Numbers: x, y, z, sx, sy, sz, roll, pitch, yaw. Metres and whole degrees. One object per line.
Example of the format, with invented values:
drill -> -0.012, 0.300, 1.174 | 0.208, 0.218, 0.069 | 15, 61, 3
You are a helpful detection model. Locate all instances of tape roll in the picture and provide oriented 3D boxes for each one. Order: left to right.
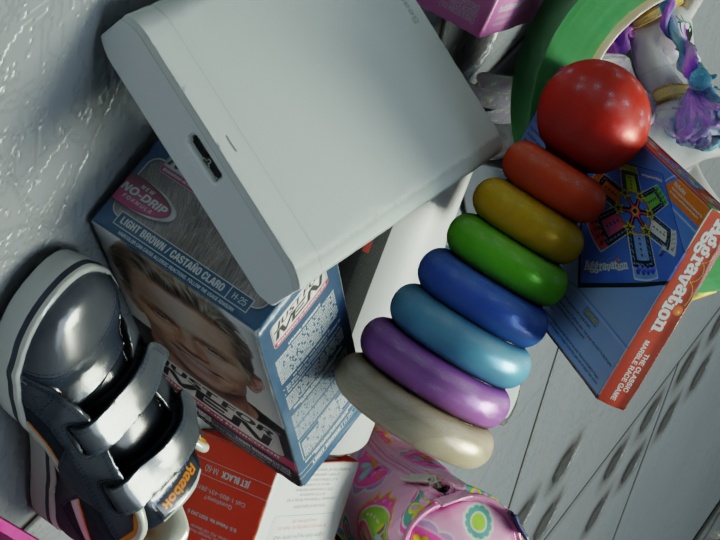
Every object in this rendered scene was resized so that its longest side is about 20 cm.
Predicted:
tape roll -> 0.183, -0.090, 1.160 | 0.048, 0.199, 0.201 | -115, -132, -69

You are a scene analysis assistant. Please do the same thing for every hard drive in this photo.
hard drive -> -0.019, -0.077, 0.945 | 0.026, 0.132, 0.200 | -31, -178, 35

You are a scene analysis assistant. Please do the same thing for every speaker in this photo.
speaker -> 0.000, 0.000, 1.189 | 0.081, 0.081, 0.201 | -30, 146, -59

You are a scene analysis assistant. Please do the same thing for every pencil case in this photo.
pencil case -> 0.030, 0.149, 1.334 | 0.088, 0.087, 0.200 | -60, -158, -1

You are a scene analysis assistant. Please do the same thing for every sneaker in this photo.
sneaker -> -0.113, 0.069, 0.982 | 0.079, 0.079, 0.201 | -51, 159, -27

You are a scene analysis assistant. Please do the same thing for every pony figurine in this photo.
pony figurine -> 0.152, -0.072, 1.260 | 0.192, 0.201, 0.167 | -18, 176, -15

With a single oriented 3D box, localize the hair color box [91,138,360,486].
hair color box -> -0.059, 0.024, 1.024 | 0.061, 0.100, 0.200 | -51, 160, -18

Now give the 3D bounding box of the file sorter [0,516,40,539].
file sorter -> -0.147, 0.224, 1.046 | 0.139, 0.125, 0.200 | -58, 163, -10

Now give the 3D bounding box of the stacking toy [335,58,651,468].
stacking toy -> 0.070, -0.011, 1.005 | 0.201, 0.085, 0.085 | -60, 163, 6

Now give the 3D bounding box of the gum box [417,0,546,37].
gum box -> 0.098, -0.204, 1.167 | 0.200, 0.066, 0.114 | -28, 145, -62

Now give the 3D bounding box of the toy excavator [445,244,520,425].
toy excavator -> 0.040, 0.010, 1.328 | 0.194, 0.099, 0.201 | -28, 131, -63

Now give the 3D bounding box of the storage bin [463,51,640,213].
storage bin -> 0.159, -0.082, 1.428 | 0.200, 0.145, 0.135 | 68, 44, -74

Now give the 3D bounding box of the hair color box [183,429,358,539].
hair color box -> -0.078, 0.196, 1.242 | 0.111, 0.064, 0.201 | 10, 98, -66

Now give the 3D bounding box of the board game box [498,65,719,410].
board game box -> 0.113, -0.022, 1.039 | 0.103, 0.019, 0.200 | -62, -156, 15

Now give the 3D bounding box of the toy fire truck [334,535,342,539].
toy fire truck -> -0.005, 0.256, 1.481 | 0.168, 0.111, 0.201 | 132, -47, -62
